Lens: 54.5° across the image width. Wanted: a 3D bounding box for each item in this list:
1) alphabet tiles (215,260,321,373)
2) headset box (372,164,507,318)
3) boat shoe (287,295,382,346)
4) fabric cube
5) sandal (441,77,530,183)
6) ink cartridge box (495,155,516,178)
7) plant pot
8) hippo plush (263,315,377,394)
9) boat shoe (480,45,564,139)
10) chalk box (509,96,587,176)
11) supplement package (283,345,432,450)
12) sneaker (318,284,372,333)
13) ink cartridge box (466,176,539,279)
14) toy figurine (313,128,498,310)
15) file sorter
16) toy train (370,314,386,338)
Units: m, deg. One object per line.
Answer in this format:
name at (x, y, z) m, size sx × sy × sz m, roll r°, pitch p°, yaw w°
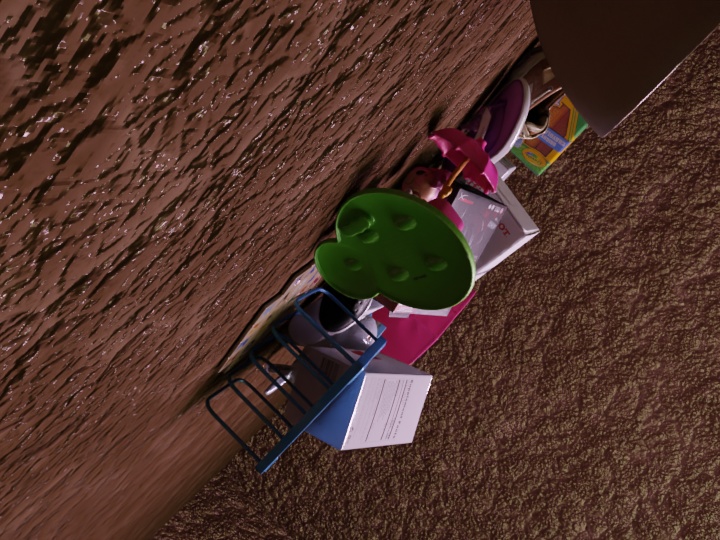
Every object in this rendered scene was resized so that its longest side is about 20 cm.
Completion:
alphabet tiles at (-0.099, 0.048, 0.859) m, size 0.200 × 0.006 × 0.166 m, roll -50°, pitch 175°, yaw 37°
headset box at (0.093, -0.025, 0.937) m, size 0.148 × 0.075 × 0.200 m, roll 9°, pitch 112°, yaw -55°
boat shoe at (-0.029, 0.054, 1.094) m, size 0.200 × 0.074 × 0.065 m, roll -26°, pitch 174°, yaw -17°
fabric cube at (0.079, 0.074, 1.460) m, size 0.200 × 0.199 × 0.196 m, roll -41°, pitch 172°, yaw -47°
sandal at (0.154, -0.175, 0.929) m, size 0.050 × 0.083 × 0.203 m, roll 5°, pitch 150°, yaw -23°
ink cartridge box at (0.189, -0.153, 1.224) m, size 0.145 × 0.085 × 0.200 m, roll -48°, pitch 174°, yaw 18°
plant pot at (0.202, -0.218, 0.514) m, size 0.200 × 0.134 × 0.200 m, roll -45°, pitch 175°, yaw -5°
hippo plush at (-0.055, 0.124, 1.232) m, size 0.159 × 0.199 × 0.161 m, roll -103°, pitch -153°, yaw -64°
boat shoe at (0.219, -0.214, 0.954) m, size 0.076 × 0.074 × 0.200 m, roll -22°, pitch 162°, yaw -25°
chalk box at (0.280, -0.241, 1.056) m, size 0.124 × 0.125 × 0.200 m, roll -43°, pitch 173°, yaw -31°
supplement package at (0.001, 0.195, 1.087) m, size 0.200 × 0.121 × 0.120 m, roll 14°, pitch 94°, yaw -55°
sneaker at (0.000, 0.000, 1.000) m, size 0.200 × 0.073 × 0.112 m, roll -53°, pitch 171°, yaw -3°
ink cartridge box at (0.146, -0.055, 1.070) m, size 0.200 × 0.147 × 0.086 m, roll -39°, pitch 167°, yaw 26°
toy figurine at (0.066, -0.069, 0.746) m, size 0.200 × 0.150 × 0.184 m, roll -19°, pitch -153°, yaw 48°
file sorter at (-0.086, 0.136, 0.924) m, size 0.200 × 0.123 × 0.139 m, roll -47°, pitch 175°, yaw 15°
toy train at (-0.026, 0.114, 1.366) m, size 0.085 × 0.116 × 0.200 m, roll -43°, pitch 174°, yaw -29°
